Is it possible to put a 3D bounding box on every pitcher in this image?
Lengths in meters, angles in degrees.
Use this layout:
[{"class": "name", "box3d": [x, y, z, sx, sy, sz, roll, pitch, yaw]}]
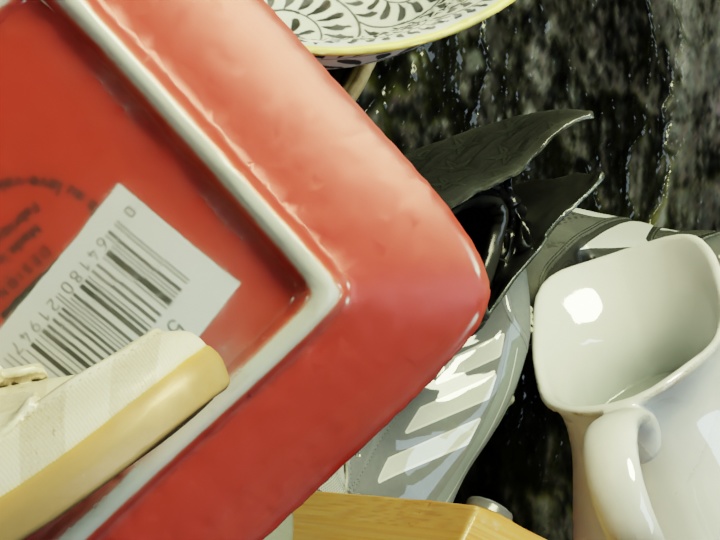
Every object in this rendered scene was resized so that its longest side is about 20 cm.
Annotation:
[{"class": "pitcher", "box3d": [0.134, 0.112, 0.995, 0.172, 0.121, 0.201, -70, 140, -58]}]

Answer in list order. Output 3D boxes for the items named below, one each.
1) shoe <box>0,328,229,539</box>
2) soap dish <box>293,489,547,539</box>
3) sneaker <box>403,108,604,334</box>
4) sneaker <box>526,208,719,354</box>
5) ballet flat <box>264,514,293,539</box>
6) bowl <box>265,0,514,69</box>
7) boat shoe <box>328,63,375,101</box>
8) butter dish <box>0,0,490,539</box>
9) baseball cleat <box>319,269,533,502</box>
[{"class": "shoe", "box3d": [-0.128, 0.059, 0.633, 0.199, 0.070, 0.054, -27, 93, -7]}, {"class": "soap dish", "box3d": [0.052, 0.142, 0.873, 0.200, 0.157, 0.082, 29, 72, -30]}, {"class": "sneaker", "box3d": [0.001, 0.003, 0.913, 0.200, 0.104, 0.060, -45, 127, -42]}, {"class": "sneaker", "box3d": [0.123, 0.006, 1.090, 0.200, 0.090, 0.067, 6, 88, -53]}, {"class": "ballet flat", "box3d": [-0.075, 0.120, 0.763, 0.200, 0.067, 0.064, -59, 167, -31]}, {"class": "bowl", "box3d": [-0.021, -0.140, 0.847, 0.094, 0.200, 0.201, 106, 6, -66]}, {"class": "boat shoe", "box3d": [-0.007, -0.105, 0.926, 0.200, 0.065, 0.072, -60, 136, -31]}, {"class": "butter dish", "box3d": [-0.096, 0.000, 0.745, 0.200, 0.148, 0.200, -43, 93, -2]}, {"class": "baseball cleat", "box3d": [0.007, 0.054, 0.955, 0.106, 0.070, 0.201, 37, 63, -49]}]
